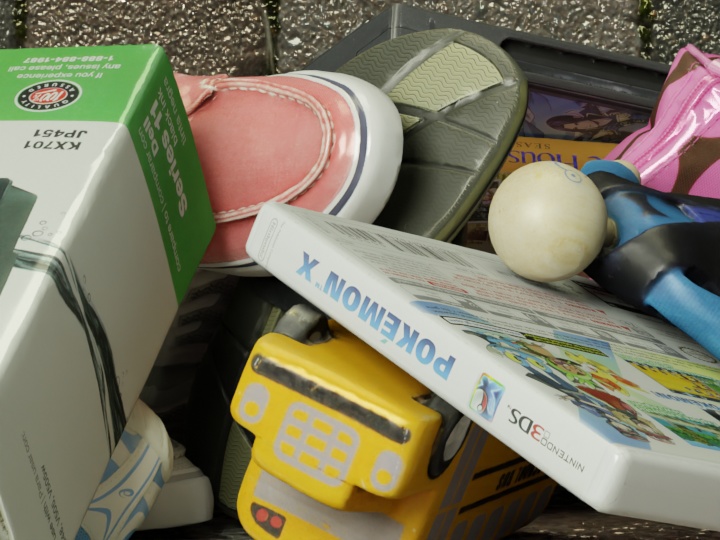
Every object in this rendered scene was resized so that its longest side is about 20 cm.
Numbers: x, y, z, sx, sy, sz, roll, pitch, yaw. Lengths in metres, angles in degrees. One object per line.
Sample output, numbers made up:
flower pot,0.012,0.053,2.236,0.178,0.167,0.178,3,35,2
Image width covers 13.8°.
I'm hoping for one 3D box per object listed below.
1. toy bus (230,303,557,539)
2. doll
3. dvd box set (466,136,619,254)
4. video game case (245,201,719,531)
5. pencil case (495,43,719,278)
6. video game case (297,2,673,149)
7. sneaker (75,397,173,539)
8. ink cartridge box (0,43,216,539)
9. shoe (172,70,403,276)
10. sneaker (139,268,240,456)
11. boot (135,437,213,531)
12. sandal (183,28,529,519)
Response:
toy bus,0.016,0.054,0.980,0.065,0.079,0.200,26,12,17
doll,0.123,-0.004,1.023,0.199,0.049,0.137,8,27,-36
dvd box set,0.059,0.009,1.222,0.198,0.147,0.030,3,40,-5
video game case,0.088,0.038,0.939,0.199,0.022,0.182,14,15,-42
pencil case,0.086,-0.001,1.127,0.094,0.200,0.091,43,5,-45
video game case,0.050,-0.052,1.236,0.180,0.026,0.200,11,-18,-24
sneaker,-0.146,0.056,1.038,0.072,0.072,0.199,-44,34,-25
ink cartridge box,-0.146,0.017,0.948,0.146,0.083,0.201,0,37,16
shoe,-0.081,-0.039,1.055,0.091,0.072,0.199,15,-13,-42
sneaker,-0.062,-0.003,1.160,0.074,0.082,0.200,0,-39,-34
boot,-0.123,0.045,1.122,0.073,0.096,0.199,-4,5,-37
sandal,-0.001,0.000,1.081,0.080,0.202,0.057,42,23,31
